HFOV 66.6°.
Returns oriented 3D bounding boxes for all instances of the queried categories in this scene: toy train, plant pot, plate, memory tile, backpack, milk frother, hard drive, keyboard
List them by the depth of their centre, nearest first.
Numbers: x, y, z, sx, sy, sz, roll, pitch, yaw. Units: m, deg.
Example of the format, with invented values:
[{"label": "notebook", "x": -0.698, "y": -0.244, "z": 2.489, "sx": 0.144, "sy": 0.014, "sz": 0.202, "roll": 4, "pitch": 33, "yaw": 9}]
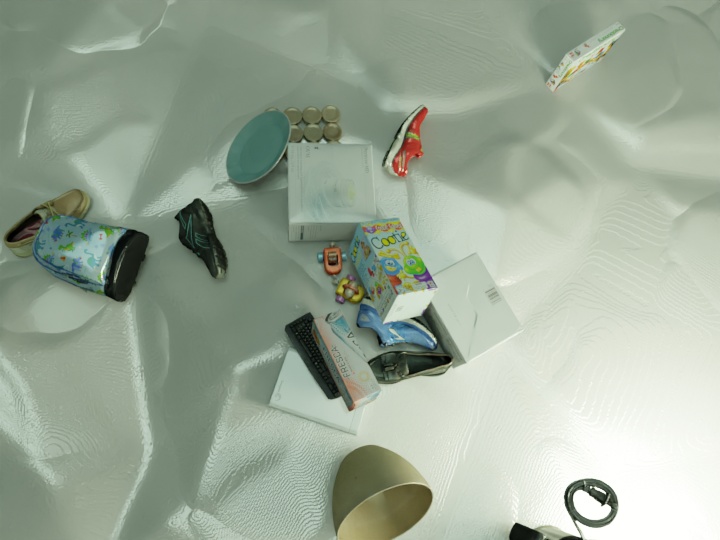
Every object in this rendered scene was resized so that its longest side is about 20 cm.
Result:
[{"label": "plant pot", "x": 0.025, "y": 0.429, "z": 1.082, "sx": 0.199, "sy": 0.201, "sz": 0.135, "roll": -20, "pitch": 41, "yaw": -12}, {"label": "milk frother", "x": 0.420, "y": 0.524, "z": 1.082, "sx": 0.200, "sy": 0.188, "sz": 0.181, "roll": -40, "pitch": 82, "yaw": -17}, {"label": "backpack", "x": -0.588, "y": -0.039, "z": 1.172, "sx": 0.199, "sy": 0.154, "sz": 0.164, "roll": 16, "pitch": 78, "yaw": 12}, {"label": "hard drive", "x": -0.083, "y": 0.261, "z": 1.188, "sx": 0.199, "sy": 0.027, "sz": 0.133, "roll": 19, "pitch": 71, "yaw": 0}, {"label": "keyboard", "x": -0.067, "y": 0.174, "z": 1.202, "sx": 0.127, "sy": 0.021, "sz": 0.200, "roll": -26, "pitch": 68, "yaw": -26}, {"label": "toy train", "x": 0.000, "y": 0.000, "z": 1.264, "sx": 0.198, "sy": 0.056, "sz": 0.151, "roll": 1, "pitch": 73, "yaw": -6}, {"label": "plate", "x": -0.237, "y": -0.288, "z": 1.295, "sx": 0.199, "sy": 0.026, "sz": 0.202, "roll": -16, "pitch": 60, "yaw": 29}, {"label": "memory tile", "x": -0.144, "y": -0.342, "z": 1.373, "sx": 0.198, "sy": 0.017, "sz": 0.154, "roll": -4, "pitch": 74, "yaw": -9}]

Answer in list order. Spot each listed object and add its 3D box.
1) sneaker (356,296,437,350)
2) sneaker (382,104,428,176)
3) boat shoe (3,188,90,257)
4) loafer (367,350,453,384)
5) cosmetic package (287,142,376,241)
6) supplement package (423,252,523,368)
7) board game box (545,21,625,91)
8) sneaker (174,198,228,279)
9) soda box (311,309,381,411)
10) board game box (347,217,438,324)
[{"label": "sneaker", "x": 0.080, "y": 0.136, "z": 1.230, "sx": 0.199, "sy": 0.079, "sz": 0.090, "roll": 26, "pitch": 94, "yaw": -5}, {"label": "sneaker", "x": 0.126, "y": -0.322, "z": 1.379, "sx": 0.085, "sy": 0.077, "sz": 0.201, "roll": 29, "pitch": 78, "yaw": -9}, {"label": "boat shoe", "x": -0.690, "y": -0.111, "z": 1.209, "sx": 0.074, "sy": 0.066, "sz": 0.200, "roll": 40, "pitch": 73, "yaw": 6}, {"label": "loafer", "x": 0.107, "y": 0.203, "z": 1.199, "sx": 0.198, "sy": 0.063, "sz": 0.072, "roll": -4, "pitch": 69, "yaw": -16}, {"label": "cosmetic package", "x": -0.071, "y": -0.180, "z": 1.277, "sx": 0.198, "sy": 0.123, "sz": 0.201, "roll": -1, "pitch": 73, "yaw": -9}, {"label": "supplement package", "x": 0.236, "y": 0.091, "z": 1.235, "sx": 0.155, "sy": 0.111, "sz": 0.201, "roll": -26, "pitch": 78, "yaw": -13}, {"label": "board game box", "x": 0.605, "y": -0.576, "z": 1.478, "sx": 0.199, "sy": 0.126, "sz": 0.035, "roll": -35, "pitch": 79, "yaw": -15}, {"label": "sneaker", "x": -0.360, "y": -0.063, "z": 1.242, "sx": 0.079, "sy": 0.075, "sz": 0.201, "roll": -24, "pitch": 70, "yaw": 1}, {"label": "soda box", "x": -0.033, "y": 0.188, "z": 1.153, "sx": 0.068, "sy": 0.064, "sz": 0.201, "roll": -19, "pitch": 66, "yaw": -22}, {"label": "board game box", "x": 0.066, "y": -0.003, "z": 1.187, "sx": 0.102, "sy": 0.105, "sz": 0.201, "roll": -10, "pitch": 56, "yaw": -26}]
